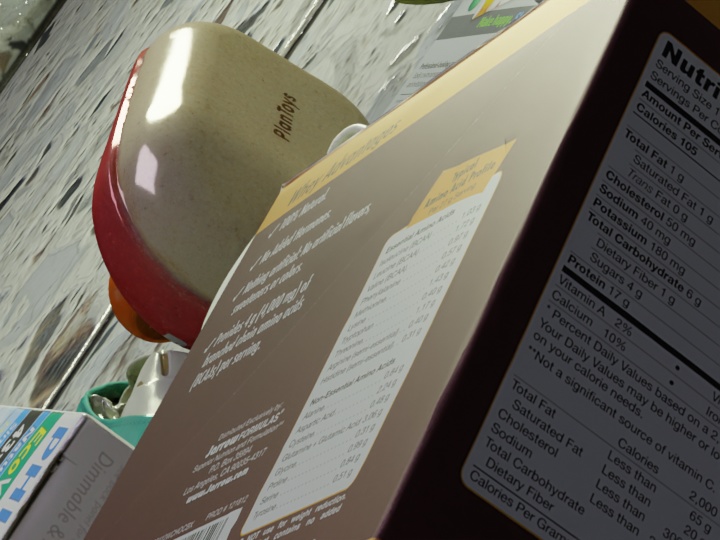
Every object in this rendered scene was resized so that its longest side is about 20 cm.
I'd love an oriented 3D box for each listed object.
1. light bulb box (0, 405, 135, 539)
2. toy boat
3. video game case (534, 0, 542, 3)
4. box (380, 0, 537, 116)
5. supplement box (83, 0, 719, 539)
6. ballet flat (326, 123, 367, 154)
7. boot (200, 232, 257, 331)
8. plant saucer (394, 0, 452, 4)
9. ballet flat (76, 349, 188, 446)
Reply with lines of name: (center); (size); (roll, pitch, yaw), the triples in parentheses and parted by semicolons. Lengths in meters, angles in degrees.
light bulb box: (-0.127, 0.161, 0.839); (0.198, 0.125, 0.200); (-57, 15, -13)
toy boat: (-0.071, -0.019, 1.079); (0.131, 0.130, 0.200); (-54, 13, 23)
video game case: (0.153, -0.190, 0.889); (0.143, 0.018, 0.200); (-6, 53, 48)
box: (0.098, -0.129, 0.986); (0.200, 0.041, 0.156); (-53, 15, -6)
supplement box: (0.036, 0.057, 0.578); (0.197, 0.133, 0.200); (-31, 26, 54)
ballet flat: (0.000, 0.000, 0.938); (0.069, 0.069, 0.200); (-46, 17, 24)
boot: (0.036, -0.007, 0.794); (0.200, 0.072, 0.144); (-39, 17, -7)
plant saucer: (0.086, -0.205, 1.137); (0.200, 0.031, 0.200); (-55, 1, 1)
ballet flat: (-0.089, 0.069, 1.018); (0.200, 0.067, 0.071); (172, 104, -71)
